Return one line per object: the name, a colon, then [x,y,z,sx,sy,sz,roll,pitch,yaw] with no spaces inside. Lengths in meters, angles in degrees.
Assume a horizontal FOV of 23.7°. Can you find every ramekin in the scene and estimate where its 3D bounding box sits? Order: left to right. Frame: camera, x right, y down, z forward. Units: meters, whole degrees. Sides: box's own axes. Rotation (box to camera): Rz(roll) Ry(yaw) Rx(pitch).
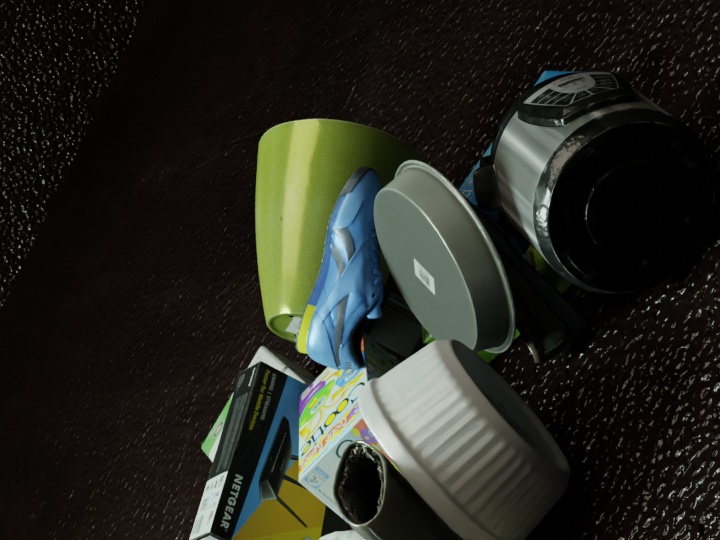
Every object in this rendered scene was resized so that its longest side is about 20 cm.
ramekin: [0.098,0.148,1.499,0.094,0.202,0.202,-43,26,9]

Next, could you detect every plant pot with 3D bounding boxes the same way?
plant pot: [-0.034,-0.028,1.807,0.187,0.187,0.200,-25,49,53]

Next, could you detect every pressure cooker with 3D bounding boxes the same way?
pressure cooker: [0.209,-0.086,1.559,0.179,0.176,0.200,-58,22,11]

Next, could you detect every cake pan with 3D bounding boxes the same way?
cake pan: [0.074,-0.005,1.597,0.037,0.201,0.200,-28,16,-18]

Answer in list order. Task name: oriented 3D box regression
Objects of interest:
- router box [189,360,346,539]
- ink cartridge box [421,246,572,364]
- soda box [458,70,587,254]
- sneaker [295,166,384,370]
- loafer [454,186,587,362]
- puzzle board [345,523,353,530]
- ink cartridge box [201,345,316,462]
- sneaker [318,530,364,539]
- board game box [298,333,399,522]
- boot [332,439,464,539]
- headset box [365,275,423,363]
router box: [-0.080,0.216,1.782,0.051,0.149,0.200,-31,37,51]
ink cartridge box: [0.149,-0.019,1.724,0.200,0.076,0.148,-47,26,31]
soda box: [0.173,-0.110,1.705,0.064,0.068,0.200,7,49,41]
sneaker: [0.000,0.000,1.687,0.066,0.078,0.200,5,-79,-69]
loafer: [0.124,0.001,1.605,0.063,0.200,0.072,-45,-6,6]
puzzle board: [-0.027,0.292,1.795,0.151,0.017,0.200,-44,27,33]
ink cartridge box: [-0.094,0.185,1.958,0.146,0.084,0.200,-59,21,0]
sneaker: [-0.007,0.329,1.556,0.070,0.080,0.201,-34,-54,-76]
board game box: [0.008,0.163,1.701,0.103,0.105,0.200,-46,14,12]
boot: [0.047,0.216,1.496,0.073,0.200,0.182,-43,28,11]
headset box: [0.038,0.007,1.920,0.200,0.077,0.149,-64,23,-5]
